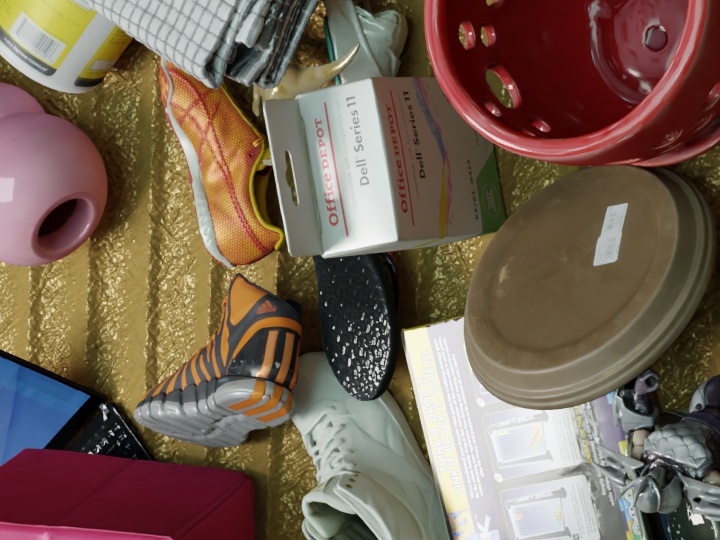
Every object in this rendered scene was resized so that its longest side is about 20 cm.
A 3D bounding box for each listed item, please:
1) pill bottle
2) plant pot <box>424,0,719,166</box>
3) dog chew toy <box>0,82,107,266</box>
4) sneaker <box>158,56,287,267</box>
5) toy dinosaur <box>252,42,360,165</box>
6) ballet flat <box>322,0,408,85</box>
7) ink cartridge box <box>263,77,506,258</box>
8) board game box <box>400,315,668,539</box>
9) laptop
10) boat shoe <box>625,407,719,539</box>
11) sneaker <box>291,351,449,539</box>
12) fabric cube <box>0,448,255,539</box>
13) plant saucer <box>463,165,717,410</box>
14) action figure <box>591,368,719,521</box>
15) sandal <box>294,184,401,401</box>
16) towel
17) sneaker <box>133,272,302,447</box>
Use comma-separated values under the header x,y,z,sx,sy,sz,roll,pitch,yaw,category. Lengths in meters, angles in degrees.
x,y,z,sx,sy,sz,roll,pitch,yaw,category
-0.199,-0.243,1.795,0.112,0.112,0.200,49,116,19,pill bottle
0.170,-0.165,1.524,0.200,0.182,0.201,-1,88,32,plant pot
-0.293,-0.094,1.866,0.200,0.124,0.125,44,115,30,dog chew toy
-0.103,-0.104,1.785,0.077,0.073,0.200,-19,88,10,sneaker
-0.054,-0.131,1.699,0.200,0.058,0.101,27,135,63,toy dinosaur
-0.001,-0.197,1.710,0.069,0.069,0.200,-20,83,32,ballet flat
0.020,-0.073,1.620,0.067,0.200,0.117,-11,89,32,ink cartridge box
0.130,0.120,1.653,0.165,0.057,0.200,-14,87,34,board game box
-0.264,0.186,1.877,0.177,0.103,0.200,-46,70,27,laptop
0.225,0.192,1.555,0.072,0.060,0.202,-24,74,40,boat shoe
-0.012,0.142,1.710,0.200,0.115,0.074,50,118,21,sneaker
-0.202,0.258,1.755,0.200,0.199,0.197,5,99,12,fabric cube
0.149,0.004,1.579,0.200,0.029,0.200,-26,41,25,plant saucer
0.232,0.095,1.506,0.130,0.200,0.069,27,139,32,action figure
0.000,0.000,1.732,0.075,0.045,0.200,-32,61,39,sandal
-0.088,-0.238,1.673,0.166,0.086,0.200,32,100,43,towel
-0.099,0.069,1.788,0.200,0.078,0.112,-17,54,51,sneaker
